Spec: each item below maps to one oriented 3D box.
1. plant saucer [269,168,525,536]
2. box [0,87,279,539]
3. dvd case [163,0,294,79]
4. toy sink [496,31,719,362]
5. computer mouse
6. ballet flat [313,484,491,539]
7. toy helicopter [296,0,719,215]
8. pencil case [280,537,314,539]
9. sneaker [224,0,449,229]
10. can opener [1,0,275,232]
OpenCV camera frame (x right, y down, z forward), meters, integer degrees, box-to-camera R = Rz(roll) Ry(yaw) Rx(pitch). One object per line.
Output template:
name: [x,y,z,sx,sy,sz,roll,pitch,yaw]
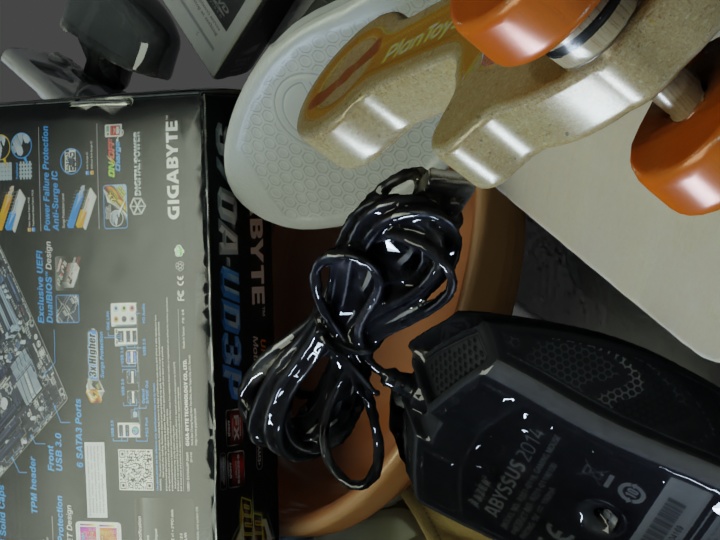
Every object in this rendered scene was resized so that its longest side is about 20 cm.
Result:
plant saucer: [0.000,0.000,0.959,0.200,0.037,0.201,-32,51,50]
box: [-0.108,0.038,0.952,0.158,0.046,0.201,-2,90,30]
dvd case: [-0.049,-0.191,1.005,0.151,0.025,0.200,57,141,17]
toy sink: [0.130,-0.094,0.754,0.130,0.112,0.201,41,129,33]
computer mouse: [0.070,0.049,0.833,0.200,0.053,0.139,31,136,-1]
ballet flat: [0.016,0.098,0.975,0.200,0.063,0.069,48,151,49]
toy helicopter: [0.046,-0.075,0.697,0.079,0.133,0.200,36,152,-21]
pencil case: [-0.001,0.204,1.054,0.083,0.090,0.201,-38,-72,-85]
sneaker: [0.029,-0.097,0.878,0.071,0.099,0.200,36,125,-7]
can opener: [-0.086,-0.069,1.043,0.200,0.053,0.067,37,110,57]
